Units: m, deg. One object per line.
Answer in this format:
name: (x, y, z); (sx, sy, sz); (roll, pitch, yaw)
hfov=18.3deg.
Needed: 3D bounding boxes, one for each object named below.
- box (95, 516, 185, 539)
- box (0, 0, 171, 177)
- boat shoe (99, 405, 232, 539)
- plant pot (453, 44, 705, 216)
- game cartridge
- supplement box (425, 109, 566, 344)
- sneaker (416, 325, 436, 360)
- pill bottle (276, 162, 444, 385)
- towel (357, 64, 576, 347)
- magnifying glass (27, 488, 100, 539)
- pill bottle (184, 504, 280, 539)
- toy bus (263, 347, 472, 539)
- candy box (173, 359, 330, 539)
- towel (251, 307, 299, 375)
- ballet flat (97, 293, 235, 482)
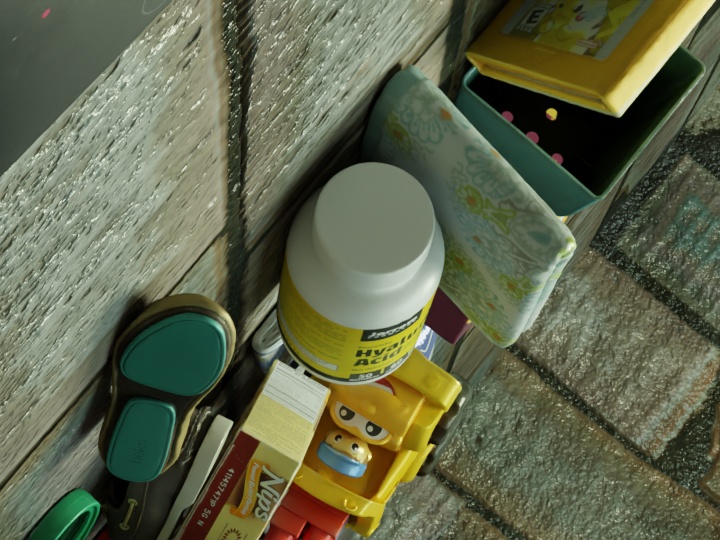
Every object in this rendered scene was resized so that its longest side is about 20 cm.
box: (-0.177, 0.283, 1.705); (0.200, 0.137, 0.039); (-51, 171, -11)
box: (-0.078, -0.139, 0.600); (0.200, 0.106, 0.122); (-49, 170, -19)
boat shoe: (-0.151, 0.160, 1.601); (0.200, 0.059, 0.072); (-59, -176, 46)
plant pot: (0.160, -0.130, 1.808); (0.141, 0.141, 0.200); (-50, 178, -13)
game cartridge: (0.190, -0.210, 1.638); (0.200, 0.032, 0.176); (-52, -146, -9)
supplement box: (0.117, -0.052, 2.001); (0.200, 0.103, 0.131); (-44, 169, -41)
sneaker: (0.000, 0.108, 2.114); (0.200, 0.080, 0.115); (-48, 173, -16)
pill bottle: (0.000, 0.000, 1.571); (0.111, 0.111, 0.200); (-49, 170, -19)
towel: (0.071, -0.041, 1.578); (0.048, 0.171, 0.200); (-42, 169, -18)
magnifying glass: (-0.225, 0.216, 1.578); (0.080, 0.022, 0.200); (-47, 168, -35)
pill bottle: (-0.138, 0.252, 1.856); (0.114, 0.114, 0.200); (-56, 170, 26)
toy bus: (-0.013, 0.149, 1.829); (0.193, 0.135, 0.200); (-57, 175, -17)
candy box: (-0.081, 0.149, 1.669); (0.116, 0.055, 0.200); (-59, -178, 13)
towel: (-0.031, 0.025, 1.805); (0.147, 0.024, 0.200); (-50, 172, -8)
ballet flat: (-0.122, 0.057, 1.377); (0.200, 0.068, 0.063); (122, -17, -50)
